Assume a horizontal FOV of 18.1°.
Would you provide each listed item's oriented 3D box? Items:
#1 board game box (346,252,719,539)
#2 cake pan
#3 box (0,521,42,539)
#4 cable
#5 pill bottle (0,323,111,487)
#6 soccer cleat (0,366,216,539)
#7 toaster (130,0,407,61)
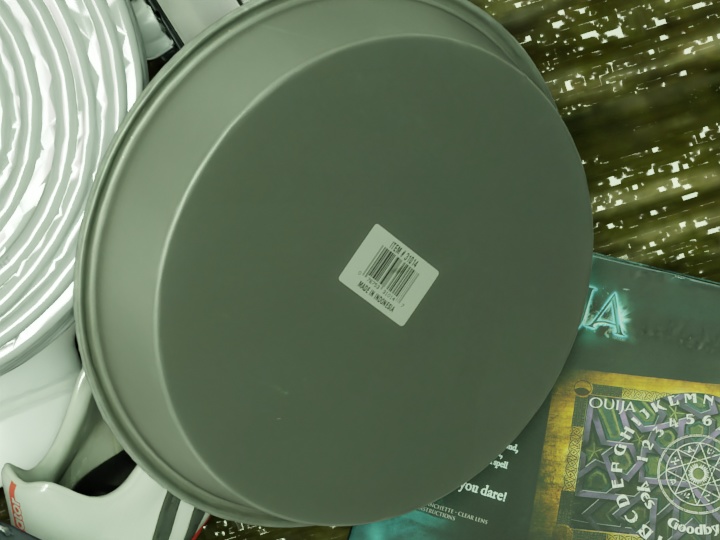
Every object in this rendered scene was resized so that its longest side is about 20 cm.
[{"bbox_3d":[0.103,0.066,0.838,0.199,0.028,0.136,15,85,28],"label":"board game box"},{"bbox_3d":[0.000,0.000,0.777,0.199,0.037,0.201,-10,111,-28],"label":"cake pan"},{"bbox_3d":[-0.087,0.190,0.775,0.199,0.148,0.105,29,50,-21],"label":"box"},{"bbox_3d":[-0.169,-0.053,0.765,0.199,0.069,0.201,27,86,-5],"label":"cable"},{"bbox_3d":[-0.169,-0.015,0.857,0.115,0.116,0.201,-22,91,5],"label":"pill bottle"},{"bbox_3d":[-0.058,0.041,0.829,0.068,0.085,0.200,16,50,34],"label":"soccer cleat"},{"bbox_3d":[-0.020,-0.168,0.838,0.200,0.119,0.181,-31,91,5],"label":"toaster"}]
